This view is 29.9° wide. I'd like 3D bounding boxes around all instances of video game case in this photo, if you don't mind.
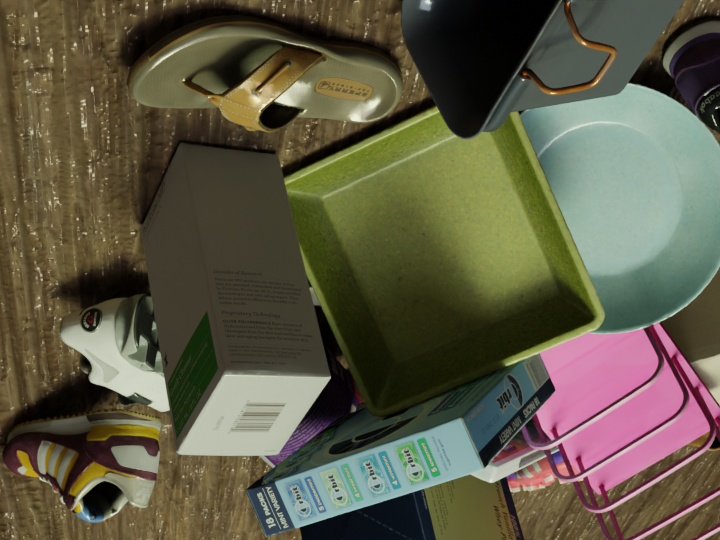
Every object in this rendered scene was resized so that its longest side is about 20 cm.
[{"bbox_3d":[0.103,0.139,1.227,0.199,0.142,0.018,-7,115,-59],"label":"video game case"}]

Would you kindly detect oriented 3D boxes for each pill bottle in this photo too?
[{"bbox_3d":[-0.077,0.096,1.165,0.110,0.112,0.200,-21,146,10],"label":"pill bottle"}]

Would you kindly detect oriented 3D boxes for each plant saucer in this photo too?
[{"bbox_3d":[0.060,-0.017,1.032,0.198,0.202,0.048,-23,-174,14],"label":"plant saucer"},{"bbox_3d":[0.190,-0.051,1.054,0.198,0.039,0.204,3,110,9],"label":"plant saucer"}]

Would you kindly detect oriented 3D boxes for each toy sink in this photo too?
[{"bbox_3d":[0.293,0.071,1.272,0.197,0.113,0.131,-15,145,0],"label":"toy sink"}]

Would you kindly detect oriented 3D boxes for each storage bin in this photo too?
[{"bbox_3d":[0.136,-0.181,0.839,0.133,0.147,0.201,-7,147,-29],"label":"storage bin"}]

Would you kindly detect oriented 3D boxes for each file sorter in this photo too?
[{"bbox_3d":[0.227,0.137,1.137,0.138,0.126,0.200,-33,124,14],"label":"file sorter"}]

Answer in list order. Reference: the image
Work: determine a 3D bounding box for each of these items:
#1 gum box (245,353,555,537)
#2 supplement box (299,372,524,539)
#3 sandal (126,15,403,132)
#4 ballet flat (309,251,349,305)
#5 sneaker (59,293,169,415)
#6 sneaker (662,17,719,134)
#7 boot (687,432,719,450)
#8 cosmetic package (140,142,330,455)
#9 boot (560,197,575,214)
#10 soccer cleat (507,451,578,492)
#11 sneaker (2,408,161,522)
[{"bbox_3d":[0.034,0.132,1.050,0.198,0.045,0.170,-24,-177,30],"label":"gum box"},{"bbox_3d":[0.046,0.225,1.317,0.133,0.202,0.199,-31,144,25],"label":"supplement box"},{"bbox_3d":[-0.057,-0.122,0.910,0.198,0.054,0.081,5,142,-26],"label":"sandal"},{"bbox_3d":[0.000,0.000,1.101,0.197,0.063,0.068,-5,146,-15],"label":"ballet flat"},{"bbox_3d":[-0.187,0.076,1.145,0.087,0.075,0.200,-4,150,16],"label":"sneaker"},{"bbox_3d":[0.313,-0.115,1.032,0.198,0.088,0.076,13,137,-36],"label":"sneaker"},{"bbox_3d":[0.310,0.169,1.362,0.186,0.069,0.200,-6,-176,-14],"label":"boot"},{"bbox_3d":[-0.094,0.020,0.968,0.084,0.202,0.108,4,140,-27],"label":"cosmetic package"},{"bbox_3d":[0.200,-0.034,1.129,0.198,0.068,0.131,-27,141,17],"label":"boot"},{"bbox_3d":[0.178,0.181,1.360,0.066,0.077,0.200,-9,169,-10],"label":"soccer cleat"},{"bbox_3d":[-0.257,0.181,1.205,0.199,0.091,0.074,-18,152,41],"label":"sneaker"}]
